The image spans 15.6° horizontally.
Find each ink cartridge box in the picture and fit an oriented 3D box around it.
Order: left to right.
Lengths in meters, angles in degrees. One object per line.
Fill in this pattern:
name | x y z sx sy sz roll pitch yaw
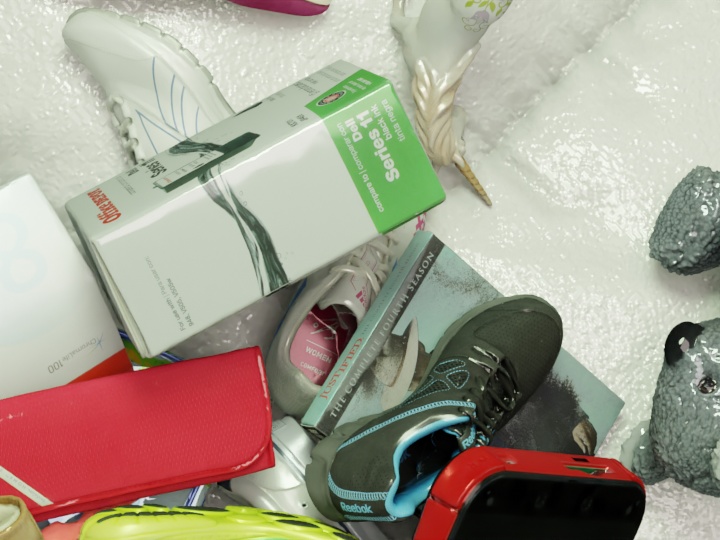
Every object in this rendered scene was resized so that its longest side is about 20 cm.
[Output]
ink cartridge box | -0.211 0.068 1.532 0.160 0.047 0.200 -32 90 -17
ink cartridge box | -0.067 -0.040 1.562 0.200 0.147 0.083 -28 105 -7

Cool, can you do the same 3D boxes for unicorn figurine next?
unicorn figurine | 0.062 -0.157 1.682 0.074 0.200 0.138 3 54 -8

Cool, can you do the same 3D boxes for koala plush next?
koala plush | 0.257 0.064 1.673 0.184 0.177 0.200 45 70 -25

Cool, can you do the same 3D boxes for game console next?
game console | 0.088 0.195 1.603 0.200 0.031 0.177 9 107 -49

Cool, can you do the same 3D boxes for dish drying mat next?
dish drying mat | -0.145 0.100 1.540 0.199 0.018 0.077 -11 99 -22

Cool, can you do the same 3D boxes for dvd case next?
dvd case | 0.068 0.090 1.655 0.200 0.022 0.146 41 74 -30

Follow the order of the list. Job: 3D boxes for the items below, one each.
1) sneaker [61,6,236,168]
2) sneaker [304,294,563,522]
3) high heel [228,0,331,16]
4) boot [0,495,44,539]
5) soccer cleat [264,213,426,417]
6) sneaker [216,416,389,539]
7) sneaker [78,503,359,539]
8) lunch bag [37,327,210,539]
sneaker | -0.117 -0.083 1.651 0.200 0.075 0.087 45 80 -4
sneaker | 0.062 0.089 1.589 0.200 0.082 0.073 -42 114 -24
high heel | -0.120 -0.187 1.684 0.200 0.096 0.067 18 40 -30
boot | -0.235 0.241 1.520 0.175 0.066 0.200 -25 122 -4
soccer cleat | 0.000 0.000 1.658 0.070 0.086 0.201 23 77 -10
sneaker | -0.013 0.188 1.644 0.071 0.073 0.200 -38 83 -6
sneaker | -0.073 0.184 1.560 0.199 0.074 0.084 6 94 -19
lunch bag | -0.176 0.133 1.598 0.160 0.082 0.201 24 77 -8
